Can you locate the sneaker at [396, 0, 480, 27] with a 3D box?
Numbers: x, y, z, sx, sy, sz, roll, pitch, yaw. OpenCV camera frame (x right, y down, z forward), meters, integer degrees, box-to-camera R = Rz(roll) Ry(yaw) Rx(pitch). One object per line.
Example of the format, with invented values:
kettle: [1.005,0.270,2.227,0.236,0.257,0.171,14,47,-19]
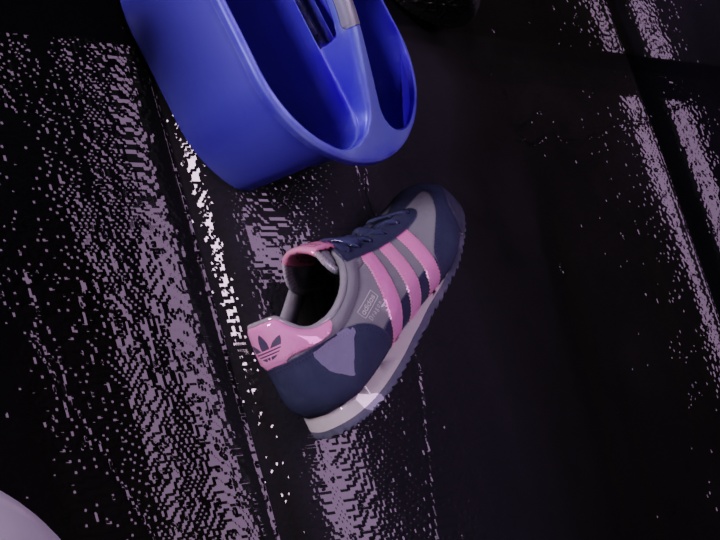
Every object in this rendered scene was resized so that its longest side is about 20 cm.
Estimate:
sneaker: [0.017,-0.261,1.311,0.200,0.060,0.104,40,48,-20]

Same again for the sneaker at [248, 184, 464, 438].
sneaker: [0.000,0.000,1.118,0.082,0.070,0.200,50,39,-21]

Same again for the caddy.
caddy: [-0.046,-0.144,1.136,0.141,0.105,0.200,-25,87,-50]

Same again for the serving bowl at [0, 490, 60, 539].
serving bowl: [-0.178,0.172,0.839,0.200,0.066,0.200,27,50,-37]
